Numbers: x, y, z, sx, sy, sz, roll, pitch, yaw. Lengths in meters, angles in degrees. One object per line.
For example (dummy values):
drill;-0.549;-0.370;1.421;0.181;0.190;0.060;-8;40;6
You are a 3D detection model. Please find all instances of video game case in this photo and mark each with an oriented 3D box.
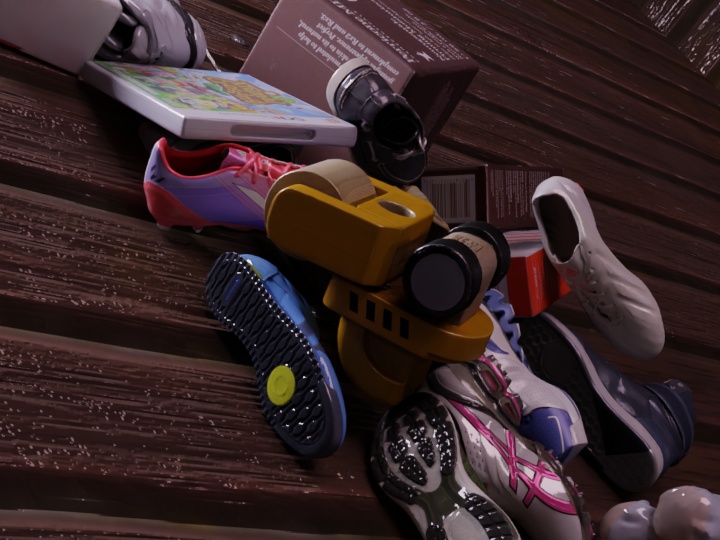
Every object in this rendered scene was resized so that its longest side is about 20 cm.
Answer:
video game case;-0.129;-0.152;1.317;0.181;0.022;0.199;0;20;-37

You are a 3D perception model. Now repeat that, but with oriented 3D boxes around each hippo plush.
hippo plush;0.284;0.274;1.185;0.198;0.159;0.163;9;64;-31

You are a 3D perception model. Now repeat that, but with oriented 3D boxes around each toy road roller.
toy road roller;0.011;0.014;1.147;0.199;0.147;0.123;27;18;14

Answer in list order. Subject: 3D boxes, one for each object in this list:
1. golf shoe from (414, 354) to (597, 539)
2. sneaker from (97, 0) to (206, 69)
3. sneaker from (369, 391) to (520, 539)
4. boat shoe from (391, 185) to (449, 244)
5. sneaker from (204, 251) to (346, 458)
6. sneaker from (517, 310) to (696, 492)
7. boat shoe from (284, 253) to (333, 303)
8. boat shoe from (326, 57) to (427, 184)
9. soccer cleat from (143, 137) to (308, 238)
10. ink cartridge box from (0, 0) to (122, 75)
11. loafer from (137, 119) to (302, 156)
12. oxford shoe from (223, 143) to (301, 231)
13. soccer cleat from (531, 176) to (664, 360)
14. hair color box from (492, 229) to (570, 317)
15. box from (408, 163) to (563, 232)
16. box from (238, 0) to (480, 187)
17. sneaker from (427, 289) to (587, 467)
golf shoe;0.114;0.168;1.192;0.092;0.073;0.201;-31;80;-19
sneaker;-0.246;-0.273;1.446;0.200;0.075;0.115;47;21;12
sneaker;0.070;0.181;1.111;0.089;0.076;0.201;52;7;-46
boat shoe;0.042;-0.041;1.445;0.063;0.074;0.200;38;22;9
sneaker;-0.049;0.064;1.129;0.078;0.066;0.201;18;30;-46
sneaker;0.246;0.116;1.436;0.146;0.077;0.203;-16;64;-52
boat shoe;0.000;0.000;1.269;0.065;0.073;0.200;-35;59;-23
boat shoe;0.028;-0.124;1.373;0.063;0.073;0.200;43;-4;30
soccer cleat;-0.083;-0.071;1.224;0.198;0.077;0.067;1;37;-10
ink cartridge box;-0.321;-0.290;1.358;0.147;0.086;0.201;19;31;-38
loafer;-0.127;-0.124;1.360;0.063;0.072;0.199;40;24;21
oxford shoe;-0.069;-0.077;1.347;0.071;0.074;0.199;48;25;23
soccer cleat;0.223;0.003;1.402;0.201;0.069;0.077;60;30;3
hair color box;0.150;0.002;1.471;0.200;0.110;0.065;-25;110;-63
box;0.143;-0.080;1.614;0.099;0.076;0.199;0;1;31
box;-0.008;-0.191;1.521;0.166;0.165;0.200;39;22;14
sneaker;0.103;0.101;1.286;0.114;0.081;0.200;1;46;-38
